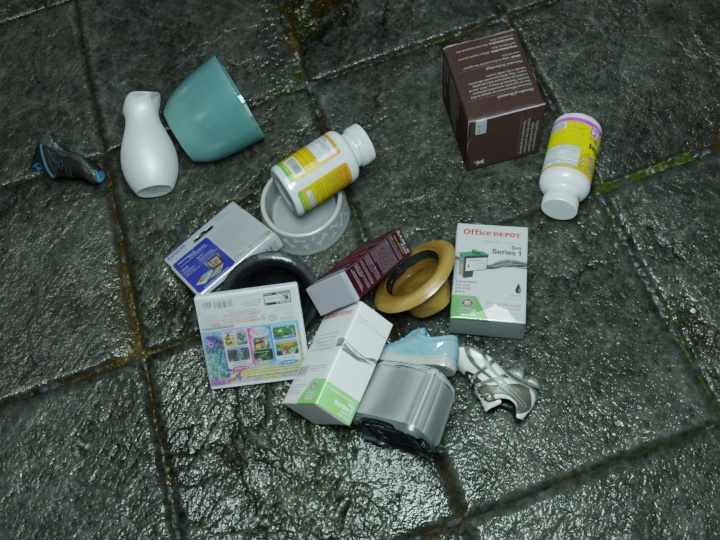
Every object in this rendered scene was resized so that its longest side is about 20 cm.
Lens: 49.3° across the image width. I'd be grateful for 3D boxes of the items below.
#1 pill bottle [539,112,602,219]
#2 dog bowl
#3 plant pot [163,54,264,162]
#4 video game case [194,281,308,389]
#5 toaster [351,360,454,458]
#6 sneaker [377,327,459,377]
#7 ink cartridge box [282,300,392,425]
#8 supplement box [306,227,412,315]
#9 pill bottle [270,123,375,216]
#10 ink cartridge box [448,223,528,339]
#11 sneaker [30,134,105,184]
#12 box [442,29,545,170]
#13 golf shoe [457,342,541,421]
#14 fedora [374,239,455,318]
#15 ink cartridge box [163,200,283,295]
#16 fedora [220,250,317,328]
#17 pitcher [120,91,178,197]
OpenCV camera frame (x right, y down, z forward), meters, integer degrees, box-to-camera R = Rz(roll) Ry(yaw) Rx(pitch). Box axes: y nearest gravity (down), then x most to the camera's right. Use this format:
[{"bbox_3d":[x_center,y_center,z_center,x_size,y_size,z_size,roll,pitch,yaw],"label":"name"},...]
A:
[{"bbox_3d":[0.420,-0.208,1.581,0.102,0.105,0.204,14,67,13],"label":"pill bottle"},{"bbox_3d":[-0.120,-0.135,1.632,0.194,0.059,0.205,-2,63,5],"label":"dog bowl"},{"bbox_3d":[-0.324,-0.330,1.679,0.159,0.201,0.203,-31,64,1],"label":"plant pot"},{"bbox_3d":[-0.201,0.124,1.472,0.194,0.024,0.187,-7,105,2],"label":"video game case"},{"bbox_3d":[0.081,0.240,1.373,0.197,0.114,0.131,2,55,41],"label":"toaster"},{"bbox_3d":[0.095,0.148,1.446,0.196,0.074,0.083,2,57,29],"label":"sneaker"},{"bbox_3d":[-0.041,0.169,1.418,0.083,0.145,0.203,34,67,-20],"label":"ink cartridge box"},{"bbox_3d":[0.000,0.000,1.476,0.199,0.108,0.062,-40,102,-44],"label":"supplement box"},{"bbox_3d":[-0.071,-0.206,1.567,0.198,0.112,0.112,-33,65,-11],"label":"pill bottle"},{"bbox_3d":[0.246,0.018,1.501,0.142,0.085,0.205,3,65,7],"label":"ink cartridge box"},{"bbox_3d":[-0.647,-0.226,1.740,0.197,0.073,0.083,28,86,24],"label":"sneaker"},{"bbox_3d":[0.271,-0.354,1.634,0.160,0.167,0.204,-14,63,-1],"label":"box"},{"bbox_3d":[0.224,0.200,1.420,0.196,0.078,0.096,22,68,17],"label":"golf shoe"},{"bbox_3d":[0.117,0.030,1.486,0.199,0.082,0.202,-35,24,17],"label":"fedora"},{"bbox_3d":[-0.282,-0.036,1.595,0.197,0.047,0.199,-41,38,-12],"label":"ink cartridge box"},{"bbox_3d":[-0.172,0.040,1.512,0.195,0.205,0.092,-7,23,2],"label":"fedora"},{"bbox_3d":[-0.470,-0.260,1.705,0.119,0.171,0.205,-7,79,-29],"label":"pitcher"}]
